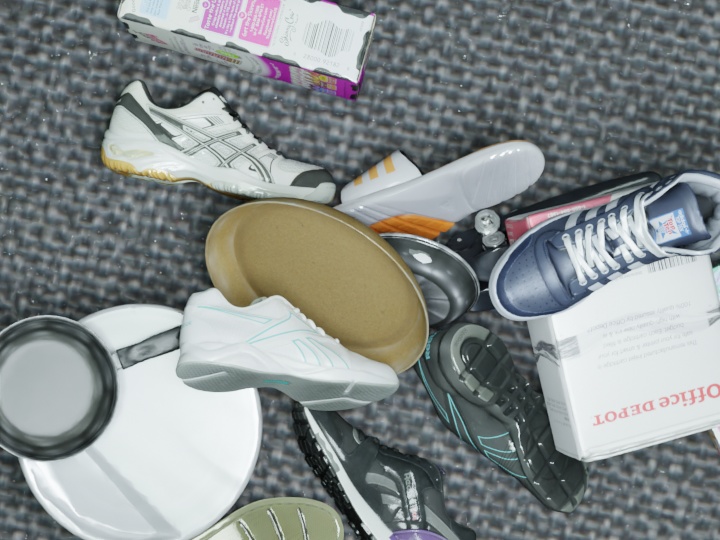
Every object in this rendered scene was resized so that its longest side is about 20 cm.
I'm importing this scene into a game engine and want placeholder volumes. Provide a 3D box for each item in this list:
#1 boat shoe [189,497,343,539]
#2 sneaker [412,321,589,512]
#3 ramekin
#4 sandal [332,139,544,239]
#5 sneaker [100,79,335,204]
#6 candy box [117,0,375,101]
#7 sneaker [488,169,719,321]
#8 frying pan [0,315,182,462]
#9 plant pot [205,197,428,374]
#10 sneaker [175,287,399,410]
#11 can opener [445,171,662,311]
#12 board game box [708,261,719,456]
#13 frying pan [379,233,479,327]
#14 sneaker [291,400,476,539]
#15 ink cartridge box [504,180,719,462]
[{"bbox_3d":[-0.113,0.241,1.604,0.199,0.068,0.075,-17,85,-21],"label":"boat shoe"},{"bbox_3d":[0.118,0.122,1.608,0.200,0.079,0.075,53,56,-18],"label":"sneaker"},{"bbox_3d":[-0.180,0.126,1.590,0.201,0.094,0.204,0,90,-1],"label":"ramekin"},{"bbox_3d":[0.057,-0.071,1.595,0.206,0.079,0.060,-22,51,19],"label":"sandal"},{"bbox_3d":[-0.113,-0.107,1.599,0.199,0.076,0.088,13,86,-3],"label":"sneaker"},{"bbox_3d":[-0.090,-0.199,1.567,0.199,0.136,0.061,15,88,-1],"label":"candy box"},{"bbox_3d":[0.195,-0.021,1.448,0.199,0.108,0.070,-25,93,-10],"label":"sneaker"},{"bbox_3d":[-0.222,0.068,1.526,0.190,0.031,0.115,-44,96,-13],"label":"frying pan"},{"bbox_3d":[-0.032,0.010,1.561,0.199,0.200,0.028,30,54,0],"label":"plant pot"},{"bbox_3d":[-0.054,0.061,1.536,0.199,0.070,0.081,14,59,-31],"label":"sneaker"},{"bbox_3d":[0.165,-0.037,1.616,0.199,0.079,0.064,-25,52,-3],"label":"can opener"},{"bbox_3d":[0.345,0.084,1.622,0.134,0.034,0.201,-25,91,0],"label":"board game box"},{"bbox_3d":[0.010,-0.006,1.574,0.189,0.115,0.031,30,53,-18],"label":"frying pan"},{"bbox_3d":[0.021,0.175,1.613,0.087,0.076,0.201,-34,94,-15],"label":"sneaker"},{"bbox_3d":[0.212,0.038,1.549,0.145,0.085,0.201,-14,92,-10],"label":"ink cartridge box"}]
